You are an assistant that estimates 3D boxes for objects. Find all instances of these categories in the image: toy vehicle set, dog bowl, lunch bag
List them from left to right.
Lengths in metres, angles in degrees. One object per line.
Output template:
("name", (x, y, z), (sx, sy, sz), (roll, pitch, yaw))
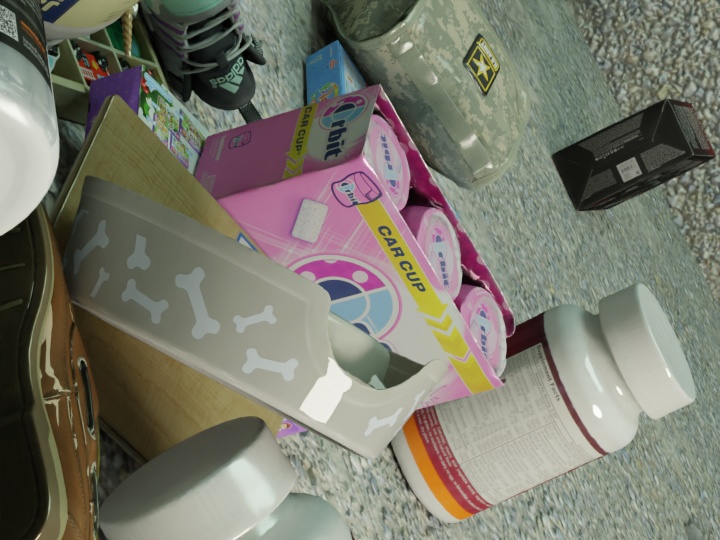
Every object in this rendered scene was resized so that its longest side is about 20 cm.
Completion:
("toy vehicle set", (-0.176, -0.147, 1.333), (0.125, 0.026, 0.200), (67, 16, 11))
("dog bowl", (-0.057, 0.027, 1.102), (0.199, 0.059, 0.200), (28, -4, 2))
("lunch bag", (0.058, -0.170, 1.887), (0.164, 0.117, 0.200), (55, 5, -26))

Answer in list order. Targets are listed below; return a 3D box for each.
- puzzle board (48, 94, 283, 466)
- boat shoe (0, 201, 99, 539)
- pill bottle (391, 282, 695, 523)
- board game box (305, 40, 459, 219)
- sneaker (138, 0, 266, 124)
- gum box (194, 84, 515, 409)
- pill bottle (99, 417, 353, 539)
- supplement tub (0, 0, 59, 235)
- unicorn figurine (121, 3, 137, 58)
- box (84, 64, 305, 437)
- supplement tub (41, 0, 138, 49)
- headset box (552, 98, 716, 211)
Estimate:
("puzzle board", (-0.102, 0.028, 1.207), (0.200, 0.017, 0.151), (49, 49, -38))
("boat shoe", (-0.157, 0.053, 1.032), (0.068, 0.072, 0.201), (48, 31, -56))
("pill bottle", (0.125, 0.091, 1.600), (0.110, 0.199, 0.110), (55, 18, -28))
("board game box", (0.023, -0.064, 1.810), (0.200, 0.036, 0.152), (53, 19, -31))
("sneaker", (-0.092, -0.148, 1.460), (0.200, 0.077, 0.140), (-119, -174, -71))
("gum box", (0.000, 0.000, 1.321), (0.200, 0.113, 0.066), (58, 29, -34))
("pill bottle", (-0.037, 0.178, 1.096), (0.201, 0.109, 0.110), (60, 16, -12))
("supplement tub", (-0.204, -0.116, 1.029), (0.123, 0.122, 0.201), (45, 25, -48))
("unicorn figurine", (-0.153, -0.245, 1.326), (0.200, 0.137, 0.074), (43, 23, 7))
("box", (-0.092, -0.006, 1.313), (0.200, 0.039, 0.137), (46, 36, -47))
("supplement tub", (-0.142, -0.208, 1.167), (0.145, 0.200, 0.146), (26, 47, -33))
("headset box", (0.321, -0.133, 2.645), (0.077, 0.148, 0.200), (65, 17, 4))
